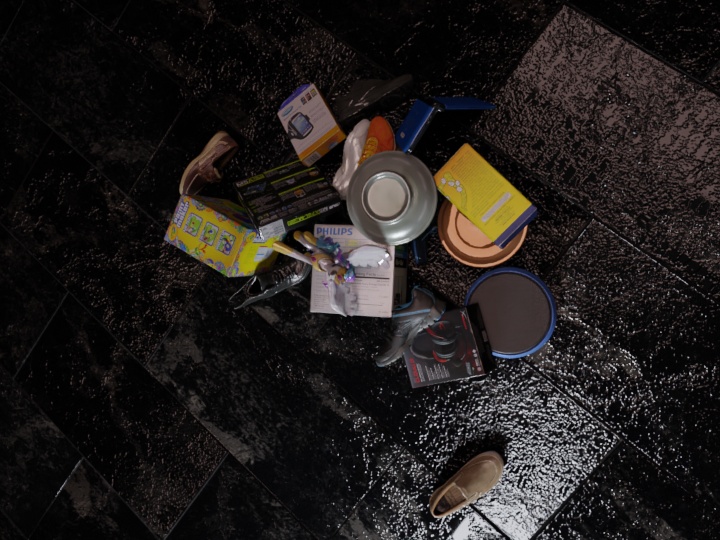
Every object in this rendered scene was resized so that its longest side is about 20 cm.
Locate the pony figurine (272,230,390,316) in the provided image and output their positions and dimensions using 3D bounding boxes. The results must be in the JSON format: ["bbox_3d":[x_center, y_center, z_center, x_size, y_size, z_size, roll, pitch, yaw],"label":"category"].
[{"bbox_3d":[-0.057,-0.008,1.161,0.200,0.193,0.167,32,97,35],"label":"pony figurine"}]

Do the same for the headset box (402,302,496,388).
[{"bbox_3d":[0.176,0.168,1.237,0.200,0.075,0.149,-18,84,33],"label":"headset box"}]

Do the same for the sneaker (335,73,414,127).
[{"bbox_3d":[0.027,-0.417,1.314,0.200,0.076,0.091,-22,77,14],"label":"sneaker"}]

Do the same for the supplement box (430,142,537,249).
[{"bbox_3d":[0.261,-0.153,1.184,0.110,0.109,0.200,-46,76,12],"label":"supplement box"}]

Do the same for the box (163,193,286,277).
[{"bbox_3d":[-0.317,-0.083,1.347,0.192,0.200,0.122,28,100,15],"label":"box"}]

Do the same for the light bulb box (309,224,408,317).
[{"bbox_3d":[0.000,0.000,1.289,0.198,0.125,0.201,3,90,18],"label":"light bulb box"}]

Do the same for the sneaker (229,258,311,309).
[{"bbox_3d":[-0.215,0.027,1.366,0.200,0.104,0.060,-32,81,15],"label":"sneaker"}]

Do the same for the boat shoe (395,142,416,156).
[{"bbox_3d":[0.071,-0.199,1.301,0.066,0.072,0.201,20,93,25],"label":"boat shoe"}]

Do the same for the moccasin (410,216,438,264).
[{"bbox_3d":[0.141,-0.114,1.262,0.068,0.080,0.200,-7,101,-3],"label":"moccasin"}]

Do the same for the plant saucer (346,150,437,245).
[{"bbox_3d":[0.058,-0.151,1.173,0.200,0.050,0.201,2,95,19],"label":"plant saucer"}]

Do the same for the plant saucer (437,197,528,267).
[{"bbox_3d":[0.270,-0.106,1.254,0.200,0.032,0.201,0,89,17],"label":"plant saucer"}]

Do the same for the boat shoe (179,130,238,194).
[{"bbox_3d":[-0.385,-0.259,1.442,0.072,0.072,0.200,41,95,15],"label":"boat shoe"}]

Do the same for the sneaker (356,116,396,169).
[{"bbox_3d":[0.031,-0.246,1.245,0.073,0.077,0.200,4,84,27],"label":"sneaker"}]

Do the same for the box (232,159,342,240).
[{"bbox_3d":[-0.170,-0.171,1.294,0.200,0.048,0.193,-24,45,-15],"label":"box"}]

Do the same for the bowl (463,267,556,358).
[{"bbox_3d":[0.324,0.093,1.231,0.200,0.039,0.201,0,89,18],"label":"bowl"}]

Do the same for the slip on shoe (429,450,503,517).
[{"bbox_3d":[0.233,0.476,1.244,0.200,0.061,0.076,-38,79,14],"label":"slip on shoe"}]

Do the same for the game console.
[{"bbox_3d":[0.172,-0.313,1.200,0.118,0.200,0.171,29,107,-13],"label":"game console"}]

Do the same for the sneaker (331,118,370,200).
[{"bbox_3d":[0.003,-0.252,1.325,0.099,0.078,0.200,19,102,8],"label":"sneaker"}]

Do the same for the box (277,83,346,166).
[{"bbox_3d":[-0.122,-0.357,1.350,0.119,0.041,0.200,-35,57,14],"label":"box"}]

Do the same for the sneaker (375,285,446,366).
[{"bbox_3d":[0.090,0.118,1.195,0.082,0.073,0.200,41,105,2],"label":"sneaker"}]
